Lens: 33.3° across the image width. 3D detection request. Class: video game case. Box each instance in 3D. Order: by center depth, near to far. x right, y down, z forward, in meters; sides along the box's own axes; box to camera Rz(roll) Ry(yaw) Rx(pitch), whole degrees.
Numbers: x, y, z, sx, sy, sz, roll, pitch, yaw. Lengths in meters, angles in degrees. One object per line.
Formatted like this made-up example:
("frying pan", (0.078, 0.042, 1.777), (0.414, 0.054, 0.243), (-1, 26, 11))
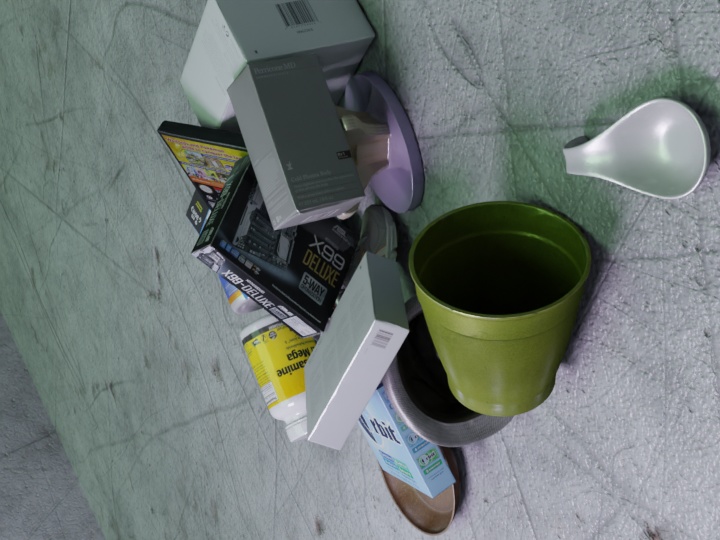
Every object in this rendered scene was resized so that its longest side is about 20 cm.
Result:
("video game case", (-0.166, -0.127, 1.670), (0.199, 0.026, 0.181), (14, 150, 33))

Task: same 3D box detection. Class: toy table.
("toy table", (-0.008, -0.164, 1.608), (0.201, 0.117, 0.184), (63, 149, 21))

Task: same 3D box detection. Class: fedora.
("fedora", (0.112, 0.115, 1.534), (0.201, 0.176, 0.090), (62, -178, -7))

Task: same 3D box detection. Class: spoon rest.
("spoon rest", (0.271, -0.118, 1.208), (0.200, 0.060, 0.100), (0, 105, 61))

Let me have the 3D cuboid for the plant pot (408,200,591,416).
("plant pot", (0.159, 0.057, 1.379), (0.200, 0.200, 0.194), (43, 150, 42))

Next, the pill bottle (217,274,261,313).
("pill bottle", (-0.197, -0.040, 2.000), (0.201, 0.112, 0.112), (66, 150, 14))

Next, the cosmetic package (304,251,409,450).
("cosmetic package", (-0.009, 0.100, 1.505), (0.151, 0.051, 0.201), (-100, 33, -55))

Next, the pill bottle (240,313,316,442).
("pill bottle", (-0.111, 0.171, 1.959), (0.112, 0.112, 0.201), (-40, 70, 59))

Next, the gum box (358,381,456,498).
("gum box", (0.036, 0.198, 1.638), (0.201, 0.044, 0.170), (62, 163, -14))

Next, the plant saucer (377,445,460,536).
("plant saucer", (0.089, 0.284, 1.749), (0.200, 0.037, 0.201), (35, 134, 47))

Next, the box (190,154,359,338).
("box", (-0.106, -0.032, 1.568), (0.200, 0.158, 0.050), (40, 144, -26))

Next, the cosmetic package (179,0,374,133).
("cosmetic package", (-0.118, -0.290, 1.647), (0.123, 0.199, 0.200), (63, 149, 19))

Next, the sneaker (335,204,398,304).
("sneaker", (0.000, 0.000, 1.649), (0.076, 0.091, 0.201), (125, 149, -65))

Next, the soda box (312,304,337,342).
("soda box", (-0.066, 0.044, 1.734), (0.200, 0.071, 0.063), (38, 138, 1))

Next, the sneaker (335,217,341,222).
("sneaker", (-0.093, -0.064, 1.844), (0.200, 0.079, 0.131), (9, 111, 59))

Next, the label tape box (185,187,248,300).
("label tape box", (-0.204, -0.065, 1.864), (0.144, 0.063, 0.200), (52, 134, 28))

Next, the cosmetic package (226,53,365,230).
("cosmetic package", (-0.082, -0.162, 1.513), (0.090, 0.106, 0.201), (-28, 80, 60))
